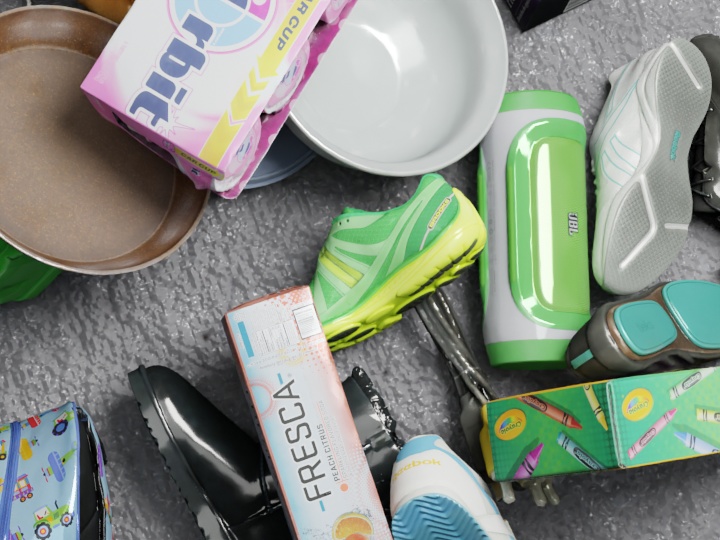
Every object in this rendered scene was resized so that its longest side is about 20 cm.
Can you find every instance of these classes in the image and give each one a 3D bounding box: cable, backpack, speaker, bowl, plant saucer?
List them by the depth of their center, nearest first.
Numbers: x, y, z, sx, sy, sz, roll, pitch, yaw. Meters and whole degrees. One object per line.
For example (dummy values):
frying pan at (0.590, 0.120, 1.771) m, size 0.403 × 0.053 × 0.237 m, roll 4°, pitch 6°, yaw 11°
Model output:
backpack at (-0.232, 0.192, 0.952) m, size 0.133 × 0.183 × 0.202 m, roll 0°, pitch 78°, yaw -10°
plant saucer at (-0.197, -0.086, 0.966) m, size 0.199 × 0.034 × 0.202 m, roll 15°, pitch 62°, yaw -29°
cable at (0.096, 0.087, 1.050) m, size 0.050 × 0.097 × 0.202 m, roll -29°, pitch 65°, yaw 26°
bowl at (0.004, -0.157, 1.055) m, size 0.199 × 0.090 × 0.203 m, roll 5°, pitch 76°, yaw -22°
speaker at (0.131, -0.029, 1.062) m, size 0.087 × 0.088 × 0.202 m, roll 0°, pitch 81°, yaw -4°

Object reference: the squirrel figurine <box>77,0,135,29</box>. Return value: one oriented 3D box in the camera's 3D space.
squirrel figurine at (-0.191, -0.300, 0.973) m, size 0.199 × 0.187 × 0.142 m, roll 33°, pitch 69°, yaw 6°

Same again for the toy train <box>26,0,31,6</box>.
toy train at (-0.196, -0.268, 1.092) m, size 0.200 × 0.056 × 0.150 m, roll -42°, pitch 86°, yaw -10°

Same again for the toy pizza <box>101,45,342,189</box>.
toy pizza at (-0.107, -0.158, 1.076) m, size 0.198 × 0.032 × 0.203 m, roll 5°, pitch 76°, yaw -22°

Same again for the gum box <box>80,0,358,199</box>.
gum box at (-0.088, -0.158, 0.941) m, size 0.113 × 0.066 × 0.201 m, roll 30°, pitch 82°, yaw 9°

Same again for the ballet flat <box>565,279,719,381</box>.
ballet flat at (0.217, 0.047, 1.046) m, size 0.199 × 0.068 × 0.068 m, roll -3°, pitch 61°, yaw -47°

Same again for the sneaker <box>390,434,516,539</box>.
sneaker at (0.085, 0.201, 1.002) m, size 0.076 × 0.081 × 0.201 m, roll -22°, pitch 123°, yaw 13°

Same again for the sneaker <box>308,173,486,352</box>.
sneaker at (0.000, 0.000, 1.037) m, size 0.199 × 0.074 × 0.084 m, roll -33°, pitch 71°, yaw 17°

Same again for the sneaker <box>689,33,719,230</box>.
sneaker at (0.288, -0.087, 1.092) m, size 0.090 × 0.076 × 0.202 m, roll -21°, pitch 80°, yaw 0°

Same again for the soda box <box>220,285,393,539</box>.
soda box at (-0.037, 0.115, 0.968) m, size 0.063 × 0.068 × 0.202 m, roll -17°, pitch 87°, yaw -9°

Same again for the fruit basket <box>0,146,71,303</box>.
fruit basket at (-0.265, -0.094, 1.032) m, size 0.155 × 0.215 × 0.216 m, roll -39°, pitch 84°, yaw 30°

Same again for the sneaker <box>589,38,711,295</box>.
sneaker at (0.211, -0.075, 1.079) m, size 0.070 × 0.080 × 0.202 m, roll 24°, pitch 74°, yaw -28°

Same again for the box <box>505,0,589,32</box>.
box at (0.135, -0.283, 1.045) m, size 0.078 × 0.200 × 0.142 m, roll -25°, pitch 83°, yaw -7°

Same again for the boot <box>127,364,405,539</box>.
boot at (-0.059, 0.126, 1.030) m, size 0.161 × 0.073 × 0.200 m, roll -29°, pitch 91°, yaw -6°

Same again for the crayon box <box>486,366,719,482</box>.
crayon box at (0.200, 0.104, 0.984) m, size 0.199 × 0.118 × 0.059 m, roll -2°, pitch 80°, yaw -38°
